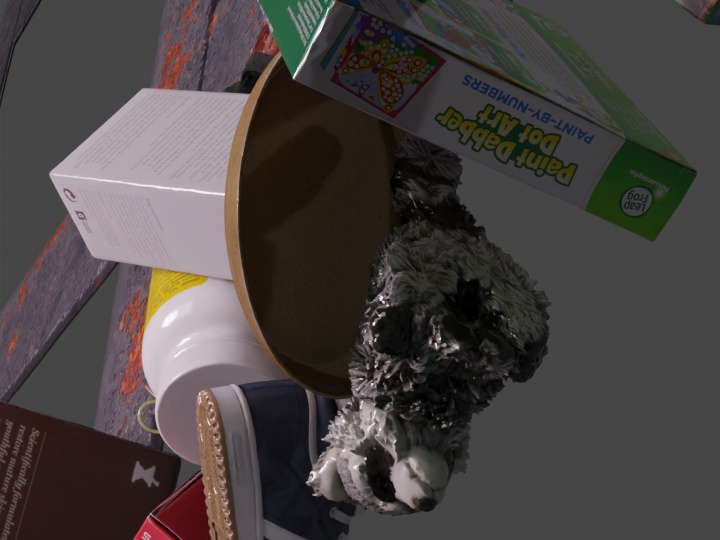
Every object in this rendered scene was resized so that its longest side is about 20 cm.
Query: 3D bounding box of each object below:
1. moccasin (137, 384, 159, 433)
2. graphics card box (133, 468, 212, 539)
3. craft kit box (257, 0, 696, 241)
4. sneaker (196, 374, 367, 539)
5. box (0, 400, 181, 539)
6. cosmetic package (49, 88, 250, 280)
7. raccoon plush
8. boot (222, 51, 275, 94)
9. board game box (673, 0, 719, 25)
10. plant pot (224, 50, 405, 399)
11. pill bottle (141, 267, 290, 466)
[{"bbox_3d":[-0.122,0.080,1.079,0.201,0.073,0.078,44,120,62],"label":"moccasin"},{"bbox_3d":[-0.131,0.212,0.940,0.201,0.051,0.125,-56,-8,25],"label":"graphics card box"},{"bbox_3d":[0.043,-0.109,0.721,0.049,0.196,0.200,-62,24,21],"label":"craft kit box"},{"bbox_3d":[-0.028,0.154,0.832,0.070,0.107,0.202,-148,50,-64],"label":"sneaker"},{"bbox_3d":[-0.266,0.210,1.164,0.200,0.163,0.168,-22,51,59],"label":"box"},{"bbox_3d":[-0.084,-0.054,0.911,0.199,0.072,0.102,9,44,39],"label":"cosmetic package"},{"bbox_3d":[0.032,0.036,0.781,0.201,0.096,0.135,-79,15,-51],"label":"raccoon plush"},{"bbox_3d":[-0.088,-0.065,1.109,0.159,0.079,0.211,-66,12,-12],"label":"boot"},{"bbox_3d":[0.127,-0.228,0.693,0.200,0.029,0.135,43,115,22],"label":"board game box"},{"bbox_3d":[-0.013,-0.033,0.791,0.027,0.200,0.202,4,71,33],"label":"plant pot"},{"bbox_3d":[-0.084,0.031,0.963,0.113,0.112,0.201,-55,21,29],"label":"pill bottle"}]
